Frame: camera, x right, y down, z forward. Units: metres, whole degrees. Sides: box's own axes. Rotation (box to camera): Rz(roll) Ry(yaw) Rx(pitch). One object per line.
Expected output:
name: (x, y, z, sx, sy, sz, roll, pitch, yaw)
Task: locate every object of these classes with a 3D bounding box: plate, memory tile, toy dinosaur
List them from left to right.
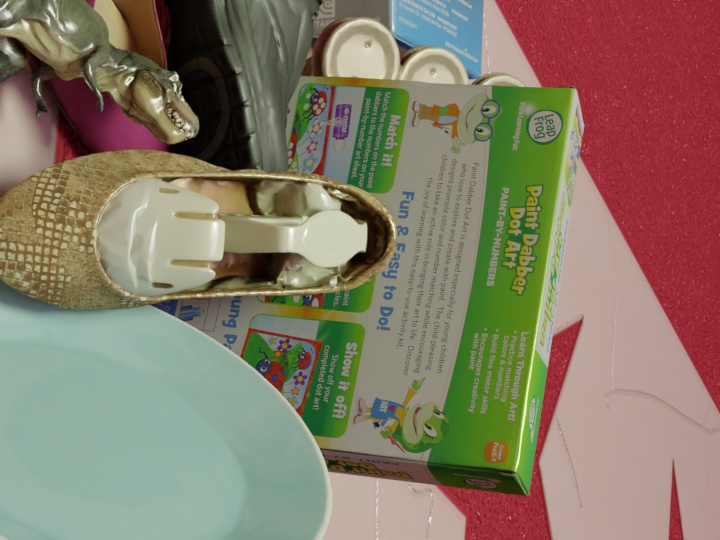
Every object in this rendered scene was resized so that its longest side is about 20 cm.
toy dinosaur: (-0.151, -0.105, 0.757, 0.200, 0.047, 0.088, 49, 59, -34)
plate: (-0.106, 0.066, 0.727, 0.200, 0.200, 0.026, -31, 151, -61)
memory tile: (0.017, -0.030, 1.033, 0.153, 0.017, 0.201, 16, 90, -32)

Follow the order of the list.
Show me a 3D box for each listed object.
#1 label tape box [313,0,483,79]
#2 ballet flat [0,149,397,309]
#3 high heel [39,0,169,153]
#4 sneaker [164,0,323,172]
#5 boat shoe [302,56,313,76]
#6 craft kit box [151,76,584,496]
label tape box: (0.024, -0.225, 1.111, 0.143, 0.066, 0.202, 12, 77, -65)
ballet flat: (-0.064, -0.018, 0.799, 0.199, 0.065, 0.071, -6, 98, -40)
high heel: (-0.096, -0.126, 0.815, 0.068, 0.096, 0.201, -61, 143, -46)
sneaker: (-0.052, -0.116, 0.888, 0.090, 0.076, 0.201, -12, 97, -40)
boat shoe: (0.006, -0.027, 1.073, 0.072, 0.066, 0.202, -42, 127, -57)
craft kit box: (0.000, 0.000, 0.906, 0.049, 0.196, 0.201, 55, 43, -62)
